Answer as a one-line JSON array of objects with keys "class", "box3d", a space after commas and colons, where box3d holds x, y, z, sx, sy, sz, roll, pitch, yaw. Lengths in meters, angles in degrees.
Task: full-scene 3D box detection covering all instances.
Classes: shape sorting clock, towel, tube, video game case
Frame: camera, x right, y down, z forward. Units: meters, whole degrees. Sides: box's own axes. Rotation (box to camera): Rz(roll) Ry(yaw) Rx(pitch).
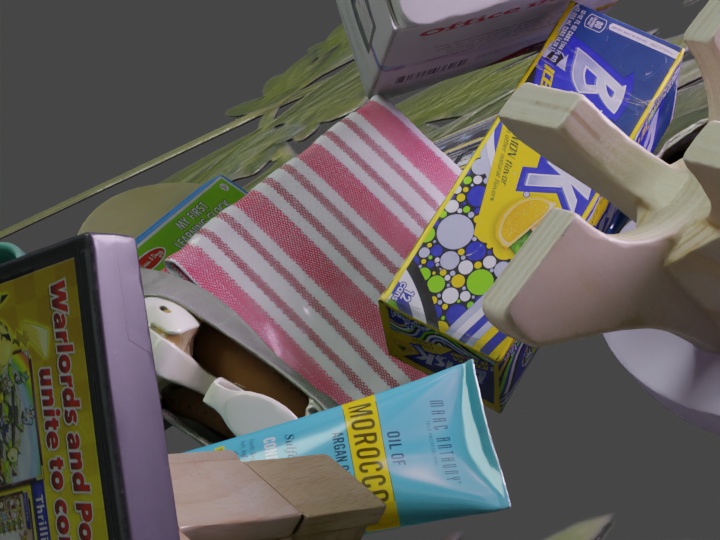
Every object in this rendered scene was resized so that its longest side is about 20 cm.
[{"class": "shape sorting clock", "box3d": [-0.070, 0.017, 0.985, 0.039, 0.199, 0.200, -60, -4, 35]}, {"class": "towel", "box3d": [0.000, 0.000, 0.950, 0.200, 0.146, 0.030, -41, -6, -35]}, {"class": "tube", "box3d": [-0.036, 0.099, 0.776, 0.198, 0.051, 0.078, -15, 60, 4]}, {"class": "video game case", "box3d": [-0.126, 0.108, 0.533, 0.180, 0.202, 0.025, -17, -13, 35]}]

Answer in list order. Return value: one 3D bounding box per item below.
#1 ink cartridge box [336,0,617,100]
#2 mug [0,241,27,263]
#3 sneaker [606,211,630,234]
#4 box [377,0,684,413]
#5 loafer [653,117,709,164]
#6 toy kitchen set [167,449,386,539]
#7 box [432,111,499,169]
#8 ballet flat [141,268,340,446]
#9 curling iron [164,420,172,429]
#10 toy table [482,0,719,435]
[{"class": "ink cartridge box", "box3d": [0.067, -0.168, 0.949, 0.146, 0.086, 0.200, -17, -4, -6]}, {"class": "mug", "box3d": [-0.211, 0.091, 0.931, 0.151, 0.114, 0.186, -2, 48, 52]}, {"class": "sneaker", "box3d": [0.134, -0.068, 0.977, 0.082, 0.074, 0.201, -35, 24, 50]}, {"class": "box", "box3d": [0.089, -0.035, 0.865, 0.201, 0.070, 0.064, -57, -18, -21]}, {"class": "loafer", "box3d": [0.182, -0.046, 0.868, 0.075, 0.069, 0.200, -29, 14, 8]}, {"class": "toy kitchen set", "box3d": [-0.051, 0.185, 0.614, 0.199, 0.180, 0.164, 3, -62, -53]}, {"class": "box", "box3d": [0.032, -0.042, 1.206, 0.199, 0.049, 0.161, -22, 19, 34]}, {"class": "ballet flat", "box3d": [-0.075, 0.053, 0.849, 0.068, 0.199, 0.064, -59, -21, 1]}, {"class": "curling iron", "box3d": [-0.115, 0.085, 1.123, 0.199, 0.026, 0.050, -28, 12, 14]}, {"class": "toy table", "box3d": [0.141, -0.021, 0.678, 0.199, 0.117, 0.185, 4, 56, 56]}]
